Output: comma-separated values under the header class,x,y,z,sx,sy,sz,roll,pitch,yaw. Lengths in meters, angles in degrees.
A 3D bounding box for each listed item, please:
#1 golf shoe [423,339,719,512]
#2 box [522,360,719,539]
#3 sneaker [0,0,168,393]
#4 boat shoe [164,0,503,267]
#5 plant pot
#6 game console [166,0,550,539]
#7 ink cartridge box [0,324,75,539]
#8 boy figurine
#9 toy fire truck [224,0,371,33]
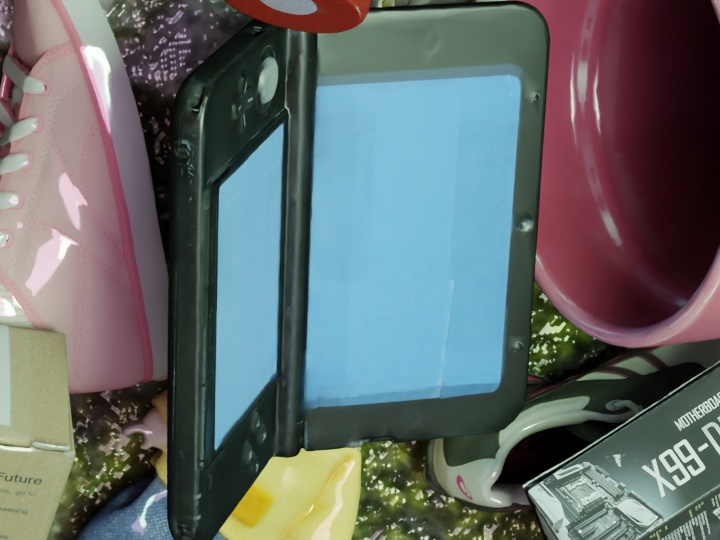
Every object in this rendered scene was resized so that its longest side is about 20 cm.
class,x,y,z,sx,sy,sz,roll,pitch,yaw
golf shoe,0.128,0.071,1.252,0.199,0.088,0.077,-18,107,-10
box,0.163,0.105,1.222,0.157,0.200,0.050,-33,65,-3
sneaker,-0.145,-0.034,1.163,0.104,0.075,0.201,-15,112,-15
boat shoe,-0.021,-0.072,1.185,0.060,0.072,0.202,42,90,-20
plant pot,0.180,-0.074,1.180,0.178,0.200,0.201,-7,107,-27
game console,0.000,0.000,1.112,0.116,0.176,0.201,7,112,14
ink cartridge box,-0.234,0.092,1.142,0.199,0.075,0.165,9,132,-16
boy figurine,-0.046,0.097,1.230,0.200,0.064,0.124,-40,107,2
toy fire truck,-0.078,-0.169,1.069,0.200,0.168,0.112,30,68,-46
